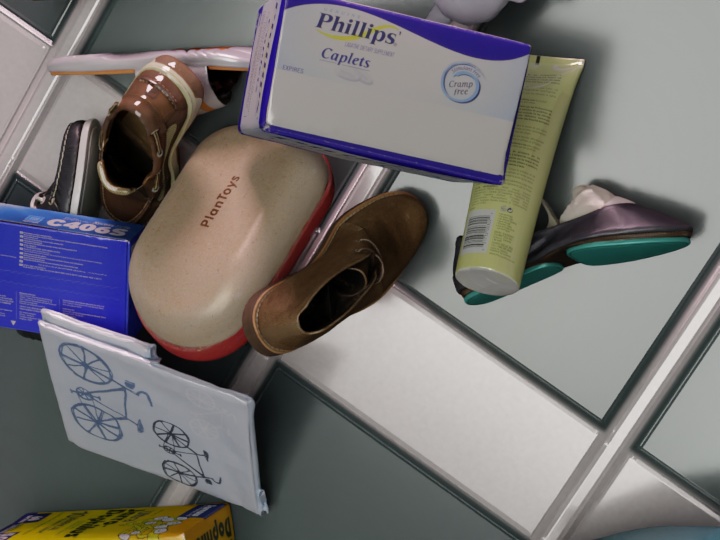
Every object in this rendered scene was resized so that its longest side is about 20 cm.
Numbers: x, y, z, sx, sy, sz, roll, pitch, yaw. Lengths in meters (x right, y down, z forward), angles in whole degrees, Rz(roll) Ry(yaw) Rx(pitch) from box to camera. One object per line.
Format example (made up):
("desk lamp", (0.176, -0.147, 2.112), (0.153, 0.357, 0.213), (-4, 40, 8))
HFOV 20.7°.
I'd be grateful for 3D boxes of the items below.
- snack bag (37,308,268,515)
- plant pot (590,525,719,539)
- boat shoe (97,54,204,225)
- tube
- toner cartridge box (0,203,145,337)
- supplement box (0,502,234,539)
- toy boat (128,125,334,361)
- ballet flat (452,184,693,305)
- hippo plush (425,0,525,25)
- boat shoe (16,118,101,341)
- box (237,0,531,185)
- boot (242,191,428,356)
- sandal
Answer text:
("snack bag", (-0.167, 0.119, 1.626), (0.199, 0.021, 0.189), (19, 146, 15))
("plant pot", (0.218, 0.287, 1.508), (0.187, 0.200, 0.201), (2, 98, 32))
("boat shoe", (-0.187, -0.091, 1.583), (0.075, 0.075, 0.203), (35, 145, 8))
("tube", (0.119, -0.080, 1.524), (0.058, 0.052, 0.201), (22, 67, -21))
("toner cartridge box", (-0.278, -0.002, 1.621), (0.199, 0.043, 0.096), (9, 111, 11))
("supplement box", (-0.214, 0.266, 1.672), (0.199, 0.109, 0.110), (-5, 96, 17))
("toy boat", (-0.096, -0.010, 1.596), (0.130, 0.131, 0.201), (16, 63, 31))
("ballet flat", (0.160, -0.029, 1.541), (0.199, 0.073, 0.073), (-16, 92, 25))
("hippo plush", (0.086, -0.274, 1.477), (0.159, 0.200, 0.161), (-26, 97, 40))
("boat shoe", (-0.256, -0.032, 1.664), (0.060, 0.076, 0.201), (10, 99, 10))
("box", (0.011, -0.133, 1.469), (0.183, 0.200, 0.106), (12, 91, -9))
("boot", (0.000, 0.000, 1.531), (0.075, 0.200, 0.074), (-15, 110, 50))
("sandal", (-0.162, -0.152, 1.624), (0.205, 0.079, 0.060), (0, 99, 26))
